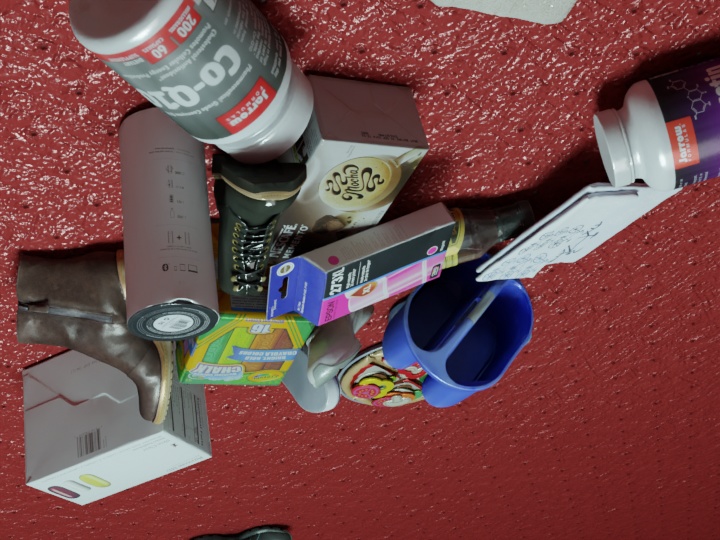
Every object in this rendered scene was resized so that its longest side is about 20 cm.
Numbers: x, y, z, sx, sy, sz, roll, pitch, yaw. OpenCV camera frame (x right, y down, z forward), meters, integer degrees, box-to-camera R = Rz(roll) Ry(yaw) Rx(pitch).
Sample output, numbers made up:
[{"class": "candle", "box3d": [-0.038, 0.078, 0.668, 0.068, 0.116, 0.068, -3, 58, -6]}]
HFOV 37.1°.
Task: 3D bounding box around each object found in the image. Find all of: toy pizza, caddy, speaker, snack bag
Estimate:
[{"class": "toy pizza", "box3d": [0.064, 0.154, 1.530, 0.198, 0.032, 0.201, -9, 149, -5]}, {"class": "caddy", "box3d": [0.119, 0.064, 1.258, 0.200, 0.141, 0.105, -47, 179, -38]}, {"class": "speaker", "box3d": [-0.174, -0.044, 0.963, 0.080, 0.202, 0.081, -7, 155, -4]}, {"class": "snack bag", "box3d": [0.252, -0.044, 1.229, 0.199, 0.022, 0.188, -6, 154, -45]}]

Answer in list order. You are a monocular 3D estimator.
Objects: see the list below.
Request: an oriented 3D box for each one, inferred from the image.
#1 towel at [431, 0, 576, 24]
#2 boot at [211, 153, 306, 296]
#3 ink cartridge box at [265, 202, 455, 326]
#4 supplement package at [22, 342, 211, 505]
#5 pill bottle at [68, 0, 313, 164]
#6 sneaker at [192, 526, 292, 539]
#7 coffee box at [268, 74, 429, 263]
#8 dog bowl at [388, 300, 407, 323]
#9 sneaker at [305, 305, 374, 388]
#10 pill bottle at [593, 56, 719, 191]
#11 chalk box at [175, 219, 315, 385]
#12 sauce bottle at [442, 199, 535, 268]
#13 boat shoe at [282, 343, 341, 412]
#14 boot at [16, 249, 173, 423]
[{"class": "towel", "box3d": [0.116, -0.266, 0.861, 0.198, 0.035, 0.133, 4, 146, -25]}, {"class": "boot", "box3d": [-0.094, -0.031, 0.977, 0.077, 0.140, 0.200, 1, -170, -12]}, {"class": "ink cartridge box", "box3d": [0.000, 0.000, 1.091, 0.198, 0.037, 0.095, -19, 149, -21]}, {"class": "supplement package", "box3d": [-0.301, 0.176, 1.321, 0.198, 0.157, 0.111, -22, 148, 17]}, {"class": "pill bottle", "box3d": [-0.125, -0.173, 0.853, 0.113, 0.115, 0.200, -23, 147, 19]}, {"class": "sneaker", "box3d": [-0.223, 0.534, 2.009, 0.198, 0.080, 0.076, -8, 149, -8]}, {"class": "coffee box", "box3d": [-0.031, -0.091, 1.050, 0.112, 0.080, 0.200, 2, 146, -27]}, {"class": "dog bowl", "box3d": [0.125, 0.074, 1.397, 0.198, 0.050, 0.112, 1, 152, -21]}, {"class": "sneaker", "box3d": [-0.041, 0.065, 1.210, 0.070, 0.201, 0.080, -41, 101, 19]}, {"class": "pill bottle", "box3d": [0.337, -0.146, 1.054, 0.198, 0.113, 0.113, -17, 149, 7]}, {"class": "chalk box", "box3d": [-0.140, 0.051, 1.204, 0.123, 0.125, 0.200, 2, 146, -21]}, {"class": "sauce bottle", "box3d": [0.096, -0.036, 1.202, 0.198, 0.067, 0.066, -17, 150, -4]}, {"class": "boat shoe", "box3d": [-0.063, 0.111, 1.303, 0.065, 0.200, 0.074, -6, 112, -27]}, {"class": "boot", "box3d": [-0.289, 0.075, 1.175, 0.164, 0.072, 0.202, -1, 106, -10]}]
